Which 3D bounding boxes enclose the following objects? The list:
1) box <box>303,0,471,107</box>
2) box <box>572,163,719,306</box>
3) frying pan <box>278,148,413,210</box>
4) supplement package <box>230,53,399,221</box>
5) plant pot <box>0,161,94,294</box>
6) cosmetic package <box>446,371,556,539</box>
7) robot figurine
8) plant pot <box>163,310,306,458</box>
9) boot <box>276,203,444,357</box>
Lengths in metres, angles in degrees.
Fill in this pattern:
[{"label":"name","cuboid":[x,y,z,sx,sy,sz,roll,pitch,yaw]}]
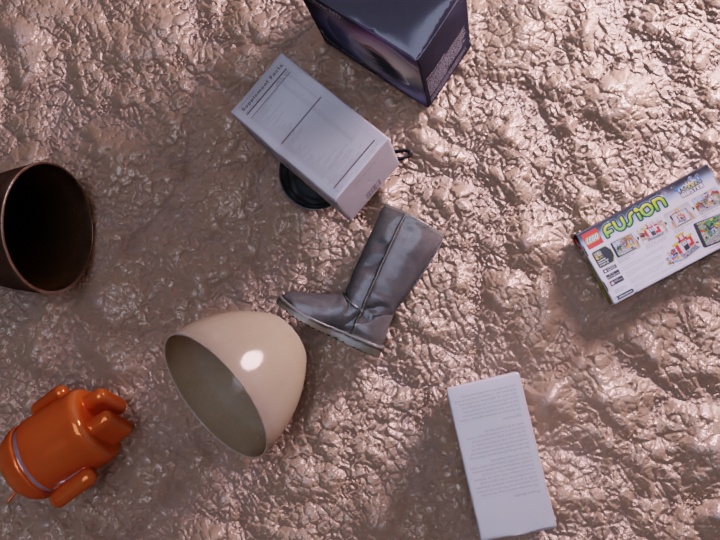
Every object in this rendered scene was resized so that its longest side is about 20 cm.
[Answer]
[{"label":"box","cuboid":[0.036,-0.348,1.106,0.199,0.198,0.124,35,90,12]},{"label":"box","cuboid":[0.403,-0.047,1.096,0.199,0.035,0.111,-28,80,5]},{"label":"frying pan","cuboid":[-0.030,-0.163,1.180,0.189,0.031,0.115,-31,79,2]},{"label":"supplement package","cuboid":[-0.060,-0.183,1.120,0.200,0.110,0.114,41,89,15]},{"label":"plant pot","cuboid":[-0.531,-0.057,1.186,0.198,0.187,0.189,-2,83,20]},{"label":"cosmetic package","cuboid":[0.186,0.244,1.080,0.101,0.071,0.202,-13,82,7]},{"label":"robot figurine","cuboid":[-0.427,0.246,1.157,0.199,0.117,0.145,-32,95,3]},{"label":"plant pot","cuboid":[-0.151,0.133,1.103,0.200,0.201,0.134,45,55,11]},{"label":"boot","cuboid":[-0.001,-0.001,1.138,0.181,0.073,0.201,24,94,-3]}]
